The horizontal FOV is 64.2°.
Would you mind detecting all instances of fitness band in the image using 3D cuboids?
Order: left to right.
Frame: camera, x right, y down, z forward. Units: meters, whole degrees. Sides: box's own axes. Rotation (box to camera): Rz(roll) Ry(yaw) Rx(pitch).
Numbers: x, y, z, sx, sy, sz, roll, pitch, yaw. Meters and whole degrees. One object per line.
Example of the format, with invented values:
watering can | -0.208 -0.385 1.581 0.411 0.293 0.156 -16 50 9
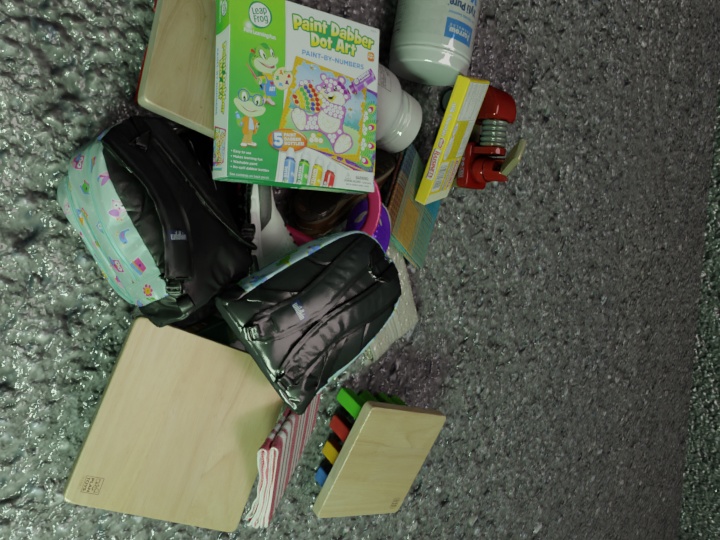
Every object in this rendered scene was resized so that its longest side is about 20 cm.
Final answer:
fitness band | -0.067 -0.101 0.764 0.198 0.037 0.145 27 96 -4

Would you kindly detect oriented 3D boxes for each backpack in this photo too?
backpack | -0.221 -0.055 0.611 0.202 0.125 0.167 60 26 -13
backpack | -0.047 0.037 0.673 0.199 0.154 0.164 -37 101 -11

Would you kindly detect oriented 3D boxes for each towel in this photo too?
towel | -0.091 0.208 0.741 0.201 0.029 0.148 -61 166 -58
towel | 0.037 0.041 0.979 0.132 0.034 0.203 -36 123 -32
towel | 0.086 -0.102 0.952 0.200 0.021 0.149 41 63 -61

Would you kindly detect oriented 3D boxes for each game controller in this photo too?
game controller | -0.203 -0.070 0.727 0.103 0.042 0.203 -20 113 -24

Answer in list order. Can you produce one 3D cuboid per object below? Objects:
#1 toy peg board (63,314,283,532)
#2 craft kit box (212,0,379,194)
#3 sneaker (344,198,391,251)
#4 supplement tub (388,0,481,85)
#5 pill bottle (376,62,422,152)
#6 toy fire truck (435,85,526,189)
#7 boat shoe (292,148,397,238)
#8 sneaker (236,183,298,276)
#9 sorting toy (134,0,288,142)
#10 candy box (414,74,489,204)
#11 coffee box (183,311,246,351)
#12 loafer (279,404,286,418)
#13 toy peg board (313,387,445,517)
toy peg board | -0.213 0.175 0.682 0.197 0.097 0.203 25 82 -28
craft kit box | -0.069 -0.197 0.663 0.197 0.048 0.201 -1 91 -36
sneaker | 0.001 0.000 0.834 0.068 0.100 0.203 12 120 -3
supplement tub | 0.121 -0.407 0.891 0.131 0.131 0.204 5 95 -44
pill bottle | -0.006 -0.245 0.817 0.198 0.113 0.116 17 88 -44
toy fire truck | 0.223 -0.229 0.981 0.127 0.198 0.179 1 99 -44
boat shoe | -0.026 -0.117 0.866 0.199 0.075 0.074 -37 153 -30
sneaker | -0.110 -0.029 0.737 0.079 0.074 0.203 -11 113 -19
sorting toy | -0.160 -0.245 0.682 0.197 0.069 0.204 18 74 -43
candy box | 0.147 -0.208 0.921 0.102 0.026 0.203 -29 141 -59
coffee box | -0.205 0.129 0.758 0.199 0.044 0.125 -28 118 -37
loafer | -0.084 0.137 0.859 0.070 0.069 0.203 -5 115 -65
toy peg board | 0.015 0.302 0.986 0.198 0.098 0.201 19 100 -43
